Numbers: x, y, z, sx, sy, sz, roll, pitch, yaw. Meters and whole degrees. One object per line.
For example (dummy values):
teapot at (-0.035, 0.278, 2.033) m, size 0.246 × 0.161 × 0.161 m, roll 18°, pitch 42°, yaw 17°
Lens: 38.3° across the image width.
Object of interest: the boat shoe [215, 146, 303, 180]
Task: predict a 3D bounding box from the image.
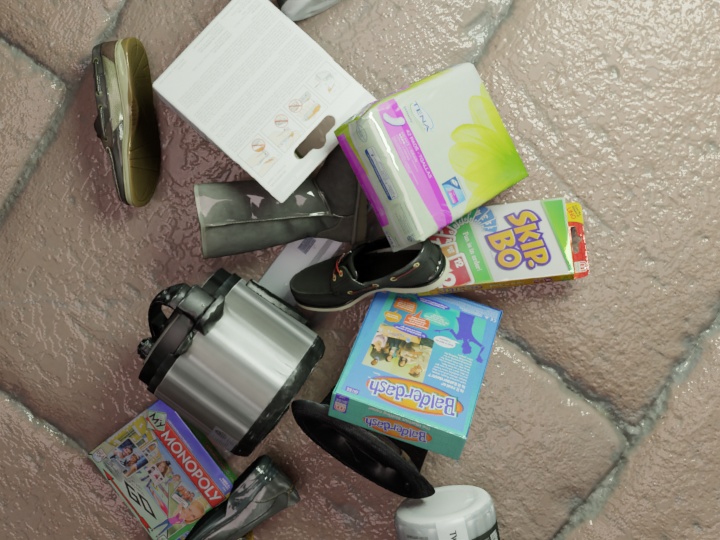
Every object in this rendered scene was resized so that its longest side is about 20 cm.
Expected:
boat shoe at (-0.147, -0.168, 1.222) m, size 0.068 × 0.075 × 0.200 m, roll -42°, pitch 91°, yaw 7°

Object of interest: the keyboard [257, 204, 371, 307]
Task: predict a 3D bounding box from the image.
keyboard at (-0.059, -0.027, 1.264) m, size 0.056 × 0.011 × 0.200 m, roll 39°, pitch 102°, yaw 7°

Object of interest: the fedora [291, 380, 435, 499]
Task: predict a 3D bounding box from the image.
fedora at (0.018, 0.183, 1.224) m, size 0.200 × 0.201 × 0.092 m, roll 32°, pitch 69°, yaw 3°

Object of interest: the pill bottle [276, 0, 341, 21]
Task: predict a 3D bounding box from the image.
pill bottle at (-0.080, -0.393, 1.157) m, size 0.114 × 0.114 × 0.200 m, roll -28°, pitch 94°, yaw 12°

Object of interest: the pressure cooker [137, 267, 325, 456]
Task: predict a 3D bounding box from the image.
pressure cooker at (-0.162, 0.096, 1.209) m, size 0.200 × 0.179 × 0.176 m, roll 36°, pitch 110°, yaw -1°

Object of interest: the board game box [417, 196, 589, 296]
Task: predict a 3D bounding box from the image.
board game box at (0.160, -0.028, 1.202) m, size 0.199 × 0.030 × 0.096 m, roll -6°, pitch 71°, yaw 7°

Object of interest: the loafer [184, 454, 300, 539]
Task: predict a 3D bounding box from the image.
loafer at (-0.159, 0.320, 1.273) m, size 0.072 × 0.073 × 0.200 m, roll 43°, pitch 103°, yaw -4°

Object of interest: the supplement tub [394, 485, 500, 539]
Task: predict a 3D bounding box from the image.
supplement tub at (0.114, 0.370, 1.239) m, size 0.122 × 0.123 × 0.201 m, roll -10°, pitch 96°, yaw 10°

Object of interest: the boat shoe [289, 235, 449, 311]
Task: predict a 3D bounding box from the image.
boat shoe at (0.000, -0.002, 1.195) m, size 0.201 × 0.063 × 0.074 m, roll -11°, pitch 52°, yaw 29°

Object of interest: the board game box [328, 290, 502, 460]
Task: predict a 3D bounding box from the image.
board game box at (0.066, 0.103, 1.173) m, size 0.152 × 0.200 × 0.045 m, roll 19°, pitch 135°, yaw 6°

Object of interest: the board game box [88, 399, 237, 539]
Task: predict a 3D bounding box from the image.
board game box at (-0.236, 0.273, 1.327) m, size 0.134 × 0.029 × 0.200 m, roll -37°, pitch 92°, yaw 13°

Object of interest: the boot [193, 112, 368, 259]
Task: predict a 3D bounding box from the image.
boot at (-0.090, -0.096, 1.183) m, size 0.199 × 0.073 × 0.182 m, roll 2°, pitch 117°, yaw -2°

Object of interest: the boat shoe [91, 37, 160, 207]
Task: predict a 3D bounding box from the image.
boat shoe at (-0.286, -0.177, 1.250) m, size 0.065 × 0.073 × 0.201 m, roll 1°, pitch 95°, yaw 20°

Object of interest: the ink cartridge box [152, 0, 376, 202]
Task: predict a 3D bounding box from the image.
ink cartridge box at (-0.106, -0.194, 1.155) m, size 0.200 × 0.047 × 0.160 m, roll 42°, pitch 85°, yaw 5°

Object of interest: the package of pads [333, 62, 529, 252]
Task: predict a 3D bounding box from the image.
package of pads at (0.079, -0.131, 1.139) m, size 0.068 × 0.200 × 0.155 m, roll -21°, pitch 97°, yaw 50°
